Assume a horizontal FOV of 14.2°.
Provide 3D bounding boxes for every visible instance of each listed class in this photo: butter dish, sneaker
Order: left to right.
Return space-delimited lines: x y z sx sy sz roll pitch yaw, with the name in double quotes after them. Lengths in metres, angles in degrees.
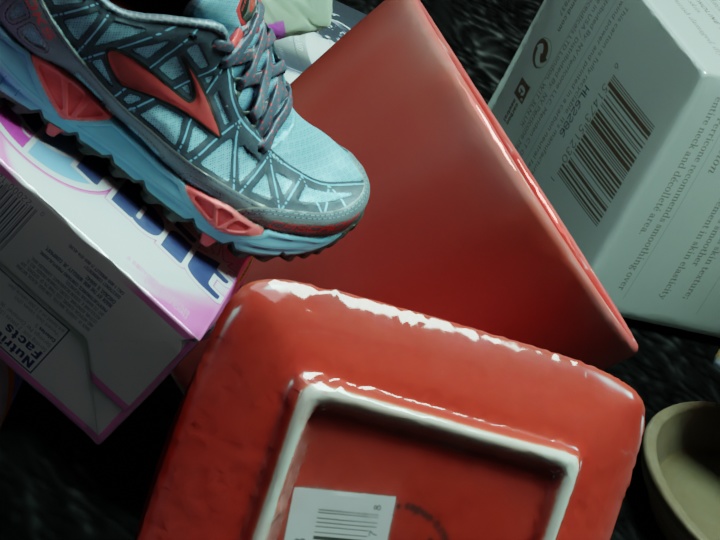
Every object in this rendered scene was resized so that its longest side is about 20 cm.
-0.063 -0.078 1.124 0.200 0.096 0.080 31 29 -29 "sneaker"
-0.015 0.104 1.177 0.199 0.201 0.148 16 5 -27 "butter dish"

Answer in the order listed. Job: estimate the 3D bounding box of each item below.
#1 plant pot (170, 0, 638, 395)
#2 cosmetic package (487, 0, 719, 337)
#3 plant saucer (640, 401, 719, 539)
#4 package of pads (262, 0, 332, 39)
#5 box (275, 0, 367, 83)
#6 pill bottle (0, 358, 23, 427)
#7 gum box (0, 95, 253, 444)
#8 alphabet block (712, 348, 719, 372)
0.000 0.000 1.296 0.201 0.177 0.200 57 5 -7 "plant pot"
0.203 -0.073 1.711 0.199 0.168 0.167 12 29 -33 "cosmetic package"
0.229 0.141 1.503 0.199 0.030 0.200 24 25 -12 "plant saucer"
-0.135 -0.151 1.399 0.199 0.069 0.154 -15 33 -29 "package of pads"
-0.065 -0.077 1.511 0.181 0.104 0.200 24 26 -13 "box"
-0.184 0.003 1.230 0.112 0.112 0.200 26 26 -6 "pill bottle"
-0.134 -0.032 1.141 0.200 0.066 0.114 43 24 -7 "gum box"
0.334 0.028 1.560 0.195 0.200 0.196 37 7 13 "alphabet block"
